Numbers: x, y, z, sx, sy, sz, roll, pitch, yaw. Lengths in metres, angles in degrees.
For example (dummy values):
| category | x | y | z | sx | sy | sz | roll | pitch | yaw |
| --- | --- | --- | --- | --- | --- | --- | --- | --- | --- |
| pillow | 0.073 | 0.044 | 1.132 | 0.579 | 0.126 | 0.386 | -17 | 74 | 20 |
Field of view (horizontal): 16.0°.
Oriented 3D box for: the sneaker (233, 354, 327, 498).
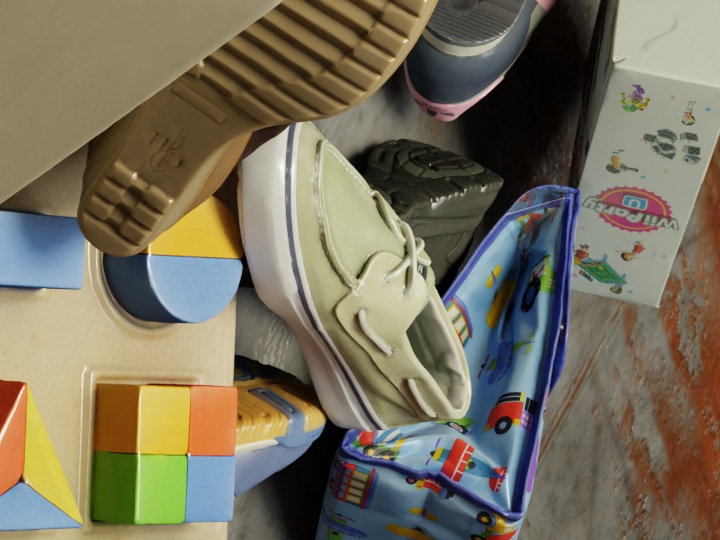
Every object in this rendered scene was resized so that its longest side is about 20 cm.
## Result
| category | x | y | z | sx | sy | sz | roll | pitch | yaw |
| --- | --- | --- | --- | --- | --- | --- | --- | --- | --- |
| sneaker | -0.096 | 0.093 | 1.088 | 0.199 | 0.075 | 0.089 | -15 | 123 | -46 |

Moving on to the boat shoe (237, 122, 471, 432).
| category | x | y | z | sx | sy | sz | roll | pitch | yaw |
| --- | --- | --- | --- | --- | --- | --- | --- | --- | --- |
| boat shoe | 0.000 | 0.000 | 1.066 | 0.200 | 0.062 | 0.072 | 65 | 28 | -54 |

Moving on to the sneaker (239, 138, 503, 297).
| category | x | y | z | sx | sy | sz | roll | pitch | yaw |
| --- | --- | --- | --- | --- | --- | --- | --- | --- | --- |
| sneaker | -0.004 | -0.004 | 1.189 | 0.199 | 0.076 | 0.091 | -10 | 121 | -52 |

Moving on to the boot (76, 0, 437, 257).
| category | x | y | z | sx | sy | sz | roll | pitch | yaw |
| --- | --- | --- | --- | --- | --- | --- | --- | --- | --- |
| boot | -0.026 | -0.104 | 0.931 | 0.072 | 0.200 | 0.167 | 40 | 35 | -12 |

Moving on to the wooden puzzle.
| category | x | y | z | sx | sy | sz | roll | pitch | yaw |
| --- | --- | --- | --- | --- | --- | --- | --- | --- | --- |
| wooden puzzle | -0.108 | 0.030 | 0.975 | 0.184 | 0.046 | 0.202 | 4 | 83 | -47 |

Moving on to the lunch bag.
| category | x | y | z | sx | sy | sz | roll | pitch | yaw |
| --- | --- | --- | --- | --- | --- | --- | --- | --- | --- |
| lunch bag | 0.054 | 0.058 | 1.265 | 0.151 | 0.093 | 0.201 | 103 | 8 | -58 |

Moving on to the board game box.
| category | x | y | z | sx | sy | sz | roll | pitch | yaw |
| --- | --- | --- | --- | --- | --- | --- | --- | --- | --- |
| board game box | 0.147 | -0.098 | 1.291 | 0.200 | 0.064 | 0.148 | 99 | 2 | -59 |

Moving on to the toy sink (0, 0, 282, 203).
| category | x | y | z | sx | sy | sz | roll | pitch | yaw |
| --- | --- | --- | --- | --- | --- | --- | --- | --- | --- |
| toy sink | -0.128 | -0.117 | 0.842 | 0.130 | 0.199 | 0.113 | 33 | 44 | -29 |

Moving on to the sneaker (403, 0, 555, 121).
| category | x | y | z | sx | sy | sz | roll | pitch | yaw |
| --- | --- | --- | --- | --- | --- | --- | --- | --- | --- |
| sneaker | 0.073 | -0.157 | 1.267 | 0.200 | 0.070 | 0.082 | -53 | 166 | -35 |
